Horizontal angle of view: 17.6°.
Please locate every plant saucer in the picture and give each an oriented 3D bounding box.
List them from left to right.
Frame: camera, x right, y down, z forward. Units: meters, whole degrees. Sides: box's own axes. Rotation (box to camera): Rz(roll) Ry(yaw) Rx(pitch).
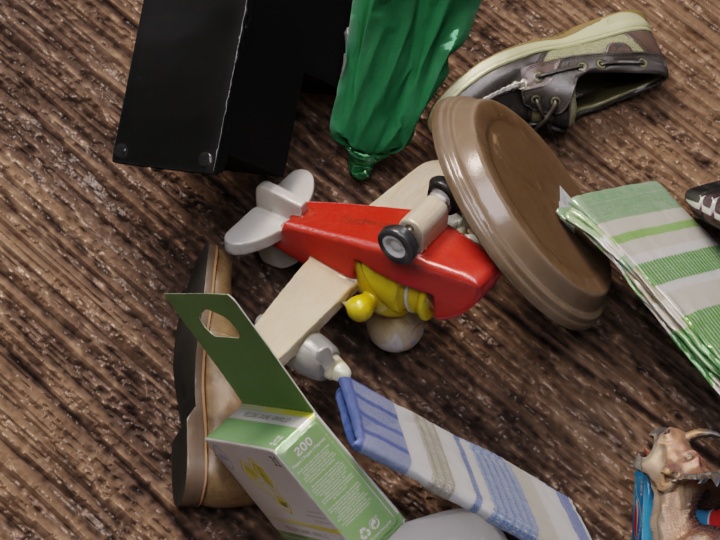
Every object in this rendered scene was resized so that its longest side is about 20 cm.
[{"bbox_3d":[0.124,-0.048,1.703,0.029,0.200,0.201,-34,65,22],"label":"plant saucer"}]

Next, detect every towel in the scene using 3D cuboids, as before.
[{"bbox_3d":[0.072,0.145,1.607,0.200,0.147,0.024,29,100,-13],"label":"towel"},{"bbox_3d":[0.246,0.014,1.714,0.200,0.023,0.152,49,30,20],"label":"towel"}]

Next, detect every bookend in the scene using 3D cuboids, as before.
[{"bbox_3d":[-0.079,-0.155,1.760,0.092,0.200,0.200,8,85,29],"label":"bookend"}]

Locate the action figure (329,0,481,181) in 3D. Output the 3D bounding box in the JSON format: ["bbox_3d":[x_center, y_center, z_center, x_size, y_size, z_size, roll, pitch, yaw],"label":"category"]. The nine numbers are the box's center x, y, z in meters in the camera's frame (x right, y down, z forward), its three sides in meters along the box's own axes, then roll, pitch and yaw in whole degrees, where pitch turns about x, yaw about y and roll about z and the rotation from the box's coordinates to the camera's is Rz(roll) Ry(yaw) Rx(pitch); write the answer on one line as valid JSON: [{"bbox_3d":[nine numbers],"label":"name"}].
[{"bbox_3d":[0.024,-0.160,1.767,0.118,0.201,0.055,12,21,-16],"label":"action figure"}]

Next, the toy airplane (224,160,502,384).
[{"bbox_3d":[0.000,0.000,1.717,0.199,0.141,0.199,-20,30,2],"label":"toy airplane"}]

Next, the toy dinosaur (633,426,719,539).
[{"bbox_3d":[0.255,0.207,1.579,0.200,0.086,0.136,43,80,-2],"label":"toy dinosaur"}]

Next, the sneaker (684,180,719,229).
[{"bbox_3d":[0.313,-0.001,1.724,0.075,0.200,0.116,-13,108,-27],"label":"sneaker"}]

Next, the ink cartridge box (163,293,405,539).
[{"bbox_3d":[-0.068,0.106,1.593,0.048,0.145,0.200,-43,105,-18],"label":"ink cartridge box"}]

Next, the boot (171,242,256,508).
[{"bbox_3d":[-0.097,0.078,1.711,0.075,0.074,0.201,4,71,-15],"label":"boot"}]

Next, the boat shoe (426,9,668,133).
[{"bbox_3d":[0.149,-0.141,1.804,0.199,0.073,0.065,-26,62,-12],"label":"boat shoe"}]

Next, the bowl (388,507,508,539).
[{"bbox_3d":[0.033,0.279,1.583,0.199,0.075,0.200,-21,53,-1],"label":"bowl"}]

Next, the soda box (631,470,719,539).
[{"bbox_3d":[0.295,0.179,1.650,0.199,0.064,0.068,3,86,0],"label":"soda box"}]
